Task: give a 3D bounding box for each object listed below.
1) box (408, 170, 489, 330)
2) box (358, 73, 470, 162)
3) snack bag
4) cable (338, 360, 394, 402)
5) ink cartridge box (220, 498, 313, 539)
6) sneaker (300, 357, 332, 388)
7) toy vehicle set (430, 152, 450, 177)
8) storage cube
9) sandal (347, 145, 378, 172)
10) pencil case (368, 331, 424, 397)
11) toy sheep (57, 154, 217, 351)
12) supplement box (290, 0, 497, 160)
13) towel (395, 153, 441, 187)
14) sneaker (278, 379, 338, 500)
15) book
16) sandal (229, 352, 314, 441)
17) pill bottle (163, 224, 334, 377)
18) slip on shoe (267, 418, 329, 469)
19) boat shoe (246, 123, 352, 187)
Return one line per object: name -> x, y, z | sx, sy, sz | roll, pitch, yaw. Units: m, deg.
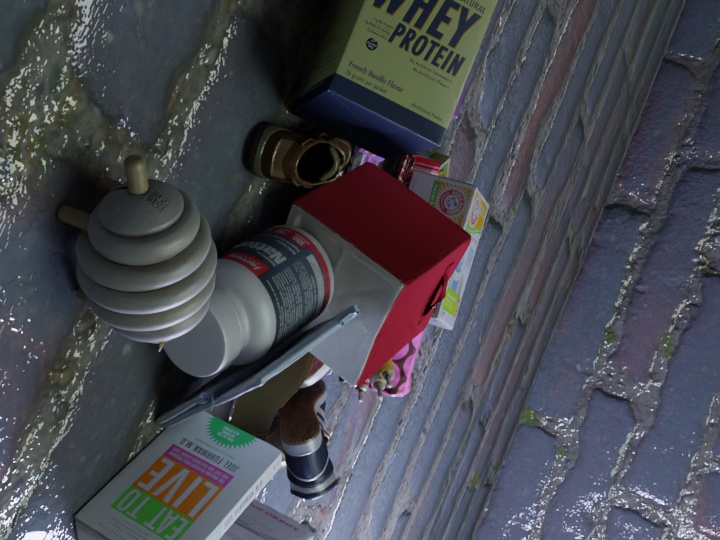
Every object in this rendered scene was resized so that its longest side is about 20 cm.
box -> 0.108, -0.030, 1.447 | 0.112, 0.100, 0.203 | 34, 73, -69
box -> 0.073, -0.229, 1.232 | 0.199, 0.039, 0.139 | -20, -131, 62
snack bag -> -0.115, 0.106, 1.105 | 0.188, 0.199, 0.022 | -34, 95, -46
cable -> 0.017, 0.108, 1.509 | 0.050, 0.096, 0.202 | 35, 44, -31
ink cartridge box -> -0.169, 0.351, 1.213 | 0.199, 0.143, 0.085 | 3, 108, -67
sneaker -> -0.037, 0.117, 1.403 | 0.148, 0.079, 0.201 | 77, 34, -48
toy vehicle set -> 0.086, -0.093, 1.581 | 0.200, 0.026, 0.126 | -45, 147, -47
storage cube -> 0.000, 0.000, 1.221 | 0.179, 0.199, 0.172 | -34, 155, -53
sandal -> 0.006, -0.090, 1.366 | 0.082, 0.049, 0.206 | -39, 143, -51
pencil case -> 0.070, 0.112, 1.635 | 0.090, 0.093, 0.203 | -19, 127, -62
toy sheep -> -0.191, -0.014, 0.863 | 0.138, 0.136, 0.202 | -51, 151, -38
supplement box -> 0.036, -0.247, 1.075 | 0.203, 0.133, 0.200 | -68, -165, -4
towel -> 0.070, -0.076, 1.495 | 0.144, 0.022, 0.203 | 2, 106, -67
sneaker -> -0.071, 0.230, 1.332 | 0.200, 0.069, 0.110 | -93, 171, -71
book -> -0.195, 0.246, 1.077 | 0.200, 0.132, 0.049 | -46, 148, -45
sandal -> -0.125, 0.155, 1.282 | 0.214, 0.077, 0.070 | -65, -170, 5
pill bottle -> -0.125, 0.034, 1.076 | 0.200, 0.118, 0.121 | -35, 140, -55
slip on shoe -> -0.110, 0.249, 1.374 | 0.199, 0.060, 0.077 | -2, 111, -67
boat shoe -> -0.057, -0.128, 1.155 | 0.199, 0.073, 0.077 | -17, 125, -63
